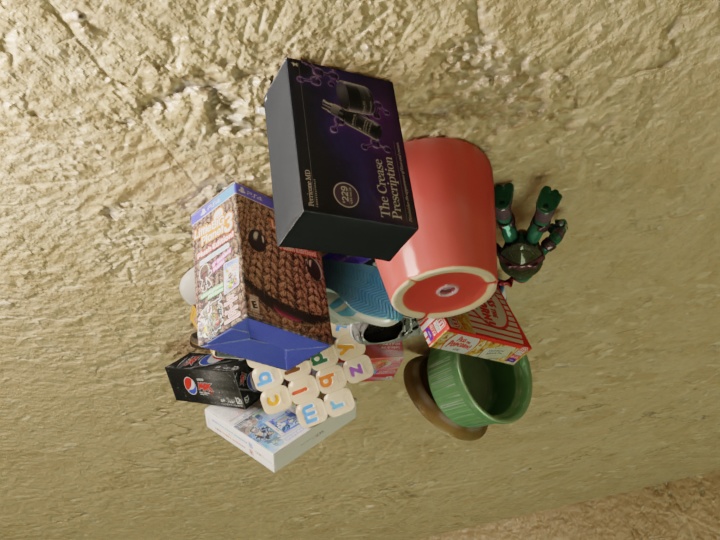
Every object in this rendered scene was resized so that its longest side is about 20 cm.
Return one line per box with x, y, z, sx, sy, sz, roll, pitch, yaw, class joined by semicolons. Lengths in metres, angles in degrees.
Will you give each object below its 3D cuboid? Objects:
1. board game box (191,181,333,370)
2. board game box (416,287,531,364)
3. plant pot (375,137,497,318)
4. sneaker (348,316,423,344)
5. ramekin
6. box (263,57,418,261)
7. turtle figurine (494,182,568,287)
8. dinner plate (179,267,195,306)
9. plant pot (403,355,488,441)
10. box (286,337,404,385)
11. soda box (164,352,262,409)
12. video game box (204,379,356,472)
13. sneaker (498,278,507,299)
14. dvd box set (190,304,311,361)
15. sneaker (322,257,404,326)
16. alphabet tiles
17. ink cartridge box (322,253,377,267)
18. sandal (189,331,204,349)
-0.133;0.011;1.175;0.096;0.202;0.158;-30;145;33;board game box
0.150;0.055;1.293;0.199;0.153;0.046;15;130;-43;board game box
0.097;-0.046;1.160;0.197;0.179;0.201;-7;151;-4;plant pot
0.080;0.082;1.384;0.198;0.076;0.082;-21;-168;0;sneaker
0.214;0.190;1.601;0.198;0.203;0.097;16;151;-37;ramekin
-0.025;-0.122;0.965;0.139;0.202;0.079;5;149;-25;box
0.240;-0.043;1.293;0.147;0.102;0.201;-9;146;1;turtle figurine
-0.187;0.033;1.386;0.197;0.025;0.201;-6;152;-3;dinner plate
0.171;0.236;1.673;0.198;0.201;0.028;15;127;-35;plant pot
-0.033;0.134;1.532;0.197;0.096;0.103;-1;151;-13;box
-0.249;0.187;1.505;0.198;0.072;0.063;-2;-160;43;soda box
-0.136;0.246;1.511;0.199;0.181;0.047;-27;125;-39;video game box
0.154;0.048;1.458;0.197;0.075;0.083;-7;146;-13;sneaker
-0.169;0.092;1.315;0.144;0.030;0.200;5;-170;-21;dvd box set
-0.011;0.040;1.251;0.198;0.077;0.081;19;146;40;sneaker
-0.084;0.150;1.444;0.193;0.202;0.015;-20;179;-8;alphabet tiles
0.000;0.000;1.340;0.198;0.044;0.197;13;145;-42;ink cartridge box
-0.229;0.101;1.427;0.081;0.055;0.200;-1;178;-20;sandal
